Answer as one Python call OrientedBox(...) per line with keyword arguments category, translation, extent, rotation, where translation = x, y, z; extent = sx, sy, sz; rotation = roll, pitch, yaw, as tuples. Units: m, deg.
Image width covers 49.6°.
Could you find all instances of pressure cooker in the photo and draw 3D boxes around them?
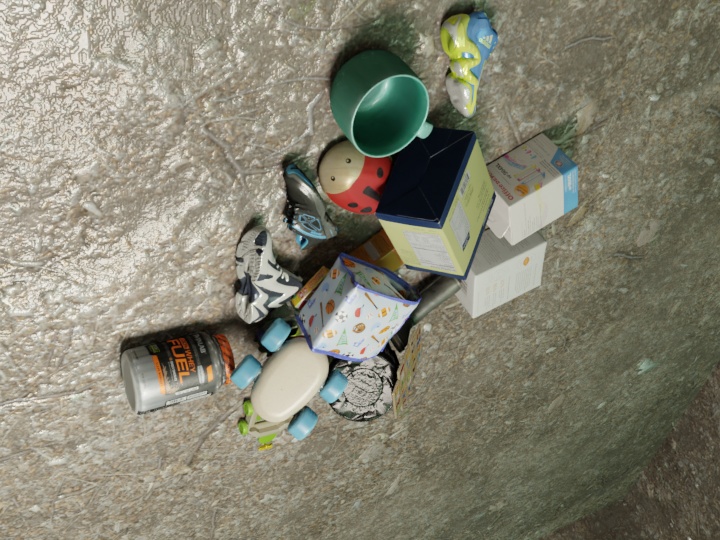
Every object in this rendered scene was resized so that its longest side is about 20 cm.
OrientedBox(category="pressure cooker", translation=(-0.004, 0.214, 1.727), extent=(0.173, 0.200, 0.181), rotation=(-27, 108, 2))

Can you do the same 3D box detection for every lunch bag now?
OrientedBox(category="lunch bag", translation=(0.002, 0.079, 1.499), extent=(0.197, 0.125, 0.171), rotation=(19, 119, -38))

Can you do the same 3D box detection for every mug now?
OrientedBox(category="mug", translation=(0.028, -0.276, 1.303), extent=(0.150, 0.115, 0.186), rotation=(-33, 143, -4))

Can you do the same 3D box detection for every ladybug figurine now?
OrientedBox(category="ladybug figurine", translation=(0.007, -0.163, 1.438), extent=(0.198, 0.072, 0.136), rotation=(21, 115, -48))

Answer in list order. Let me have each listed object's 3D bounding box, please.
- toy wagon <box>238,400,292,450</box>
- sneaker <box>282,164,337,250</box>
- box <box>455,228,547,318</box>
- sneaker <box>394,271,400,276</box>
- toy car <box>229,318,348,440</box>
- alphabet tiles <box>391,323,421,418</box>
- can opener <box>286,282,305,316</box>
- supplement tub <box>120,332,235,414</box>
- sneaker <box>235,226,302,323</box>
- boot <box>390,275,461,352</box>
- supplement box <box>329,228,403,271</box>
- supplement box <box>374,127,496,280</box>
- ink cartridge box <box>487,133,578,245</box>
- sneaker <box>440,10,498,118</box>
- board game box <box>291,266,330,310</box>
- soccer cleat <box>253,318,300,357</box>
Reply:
OrientedBox(category="toy wagon", translation=(-0.210, 0.343, 1.822), extent=(0.152, 0.040, 0.203), rotation=(-8, 135, -32))
OrientedBox(category="sneaker", translation=(-0.104, -0.107, 1.409), extent=(0.081, 0.074, 0.201), rotation=(-32, 142, -4))
OrientedBox(category="box", translation=(0.318, -0.010, 1.812), extent=(0.196, 0.107, 0.154), rotation=(-24, 141, -15))
OrientedBox(category="sneaker", translation=(0.035, 0.079, 1.675), extent=(0.201, 0.069, 0.082), rotation=(-53, 148, -41))
OrientedBox(category="toy car", translation=(-0.143, 0.200, 1.553), extent=(0.184, 0.200, 0.178), rotation=(41, 90, -8))
OrientedBox(category="alphabet tiles", translation=(0.102, 0.217, 1.670), extent=(0.202, 0.006, 0.169), rotation=(81, 30, -58))
OrientedBox(category="can opener", translation=(-0.101, 0.089, 1.632), extent=(0.066, 0.054, 0.200), rotation=(-38, 144, 4))
OrientedBox(category="supplement tub", translation=(-0.346, 0.191, 1.488), extent=(0.196, 0.123, 0.124), rotation=(-13, 137, -29))
OrientedBox(category="sneaker", translation=(-0.164, -0.004, 1.473), extent=(0.128, 0.079, 0.204), rotation=(-21, 128, -41))
OrientedBox(category="boot", translation=(0.142, 0.087, 1.744), extent=(0.197, 0.182, 0.074), rotation=(-28, 111, 1))
OrientedBox(category="supplement box", translation=(0.000, 0.000, 1.609), extent=(0.198, 0.069, 0.067), rotation=(-37, 142, -2))
OrientedBox(category="supplement box", translation=(0.148, -0.126, 1.464), extent=(0.203, 0.132, 0.201), rotation=(-66, 149, -22))
OrientedBox(category="ink cartridge box", translation=(0.344, -0.166, 1.652), extent=(0.197, 0.129, 0.126), rotation=(-30, 142, -9))
OrientedBox(category="sneaker", translation=(0.204, -0.366, 1.379), extent=(0.104, 0.076, 0.202), rotation=(-29, 141, -10))
OrientedBox(category="board game box", translation=(-0.045, 0.061, 1.565), extent=(0.095, 0.030, 0.199), rotation=(-45, 146, 12))
OrientedBox(category="soccer cleat", translation=(-0.146, 0.161, 1.663), extent=(0.084, 0.065, 0.200), rotation=(-44, 142, 7))
